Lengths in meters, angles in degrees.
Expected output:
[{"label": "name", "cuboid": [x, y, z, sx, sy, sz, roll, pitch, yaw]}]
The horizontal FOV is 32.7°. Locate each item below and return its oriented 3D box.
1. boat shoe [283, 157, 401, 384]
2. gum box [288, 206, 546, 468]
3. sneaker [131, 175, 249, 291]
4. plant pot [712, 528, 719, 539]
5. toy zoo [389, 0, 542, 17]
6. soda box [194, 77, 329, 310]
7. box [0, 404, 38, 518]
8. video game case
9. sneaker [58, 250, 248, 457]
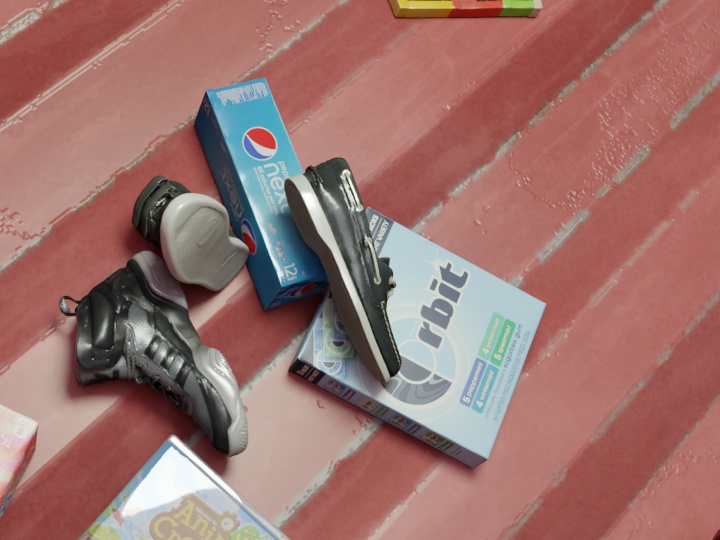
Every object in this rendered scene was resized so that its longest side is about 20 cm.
[{"label": "boat shoe", "cuboid": [0.000, 0.000, 1.073, 0.060, 0.075, 0.202, -26, 102, -16]}, {"label": "gum box", "cuboid": [0.057, 0.062, 1.154, 0.198, 0.045, 0.171, 28, 65, -5]}, {"label": "sneaker", "cuboid": [-0.163, -0.042, 1.055, 0.099, 0.200, 0.071, 36, 85, 11]}, {"label": "plant pot", "cuboid": [0.352, 0.330, 1.068, 0.200, 0.201, 0.182, 45, 55, 3]}, {"label": "toy zoo", "cuboid": [0.092, -0.336, 1.326, 0.197, 0.020, 0.133, -5, 72, -18]}, {"label": "soda box", "cuboid": [-0.089, -0.073, 1.145, 0.063, 0.068, 0.202, -16, 76, -24]}, {"label": "box", "cuboid": [-0.366, 0.132, 0.968, 0.198, 0.095, 0.104, 27, 65, -6]}, {"label": "video game case", "cuboid": [-0.144, 0.271, 1.026, 0.200, 0.022, 0.182, 41, 64, 1]}, {"label": "sneaker", "cuboid": [-0.182, 0.088, 1.056, 0.113, 0.076, 0.201, -25, 74, -23]}]
